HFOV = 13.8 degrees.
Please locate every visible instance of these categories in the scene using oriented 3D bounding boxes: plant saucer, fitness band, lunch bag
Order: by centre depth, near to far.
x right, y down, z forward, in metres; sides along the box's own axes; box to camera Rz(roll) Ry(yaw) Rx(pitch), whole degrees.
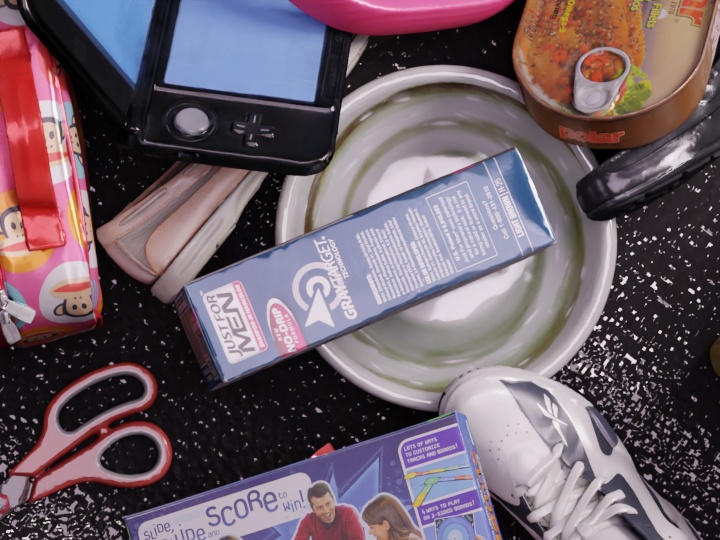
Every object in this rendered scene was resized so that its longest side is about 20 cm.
[{"bbox_3d":[-0.188,-0.059,1.637,0.082,0.176,0.201,-10,86,-8],"label":"lunch bag"},{"bbox_3d":[0.020,-0.206,1.709,0.199,0.037,0.144,-10,70,-37],"label":"fitness band"},{"bbox_3d":[0.048,-0.017,1.727,0.199,0.050,0.201,1,85,-7],"label":"plant saucer"}]

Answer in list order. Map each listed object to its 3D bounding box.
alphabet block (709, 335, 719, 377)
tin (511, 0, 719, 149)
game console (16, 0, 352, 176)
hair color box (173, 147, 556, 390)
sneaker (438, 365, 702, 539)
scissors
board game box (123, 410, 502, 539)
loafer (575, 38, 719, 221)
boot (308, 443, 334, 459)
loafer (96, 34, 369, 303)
[{"bbox_3d":[0.345,0.044,1.685,0.195,0.200,0.196,-44,91,-8],"label":"alphabet block"},{"bbox_3d":[0.156,-0.153,1.712,0.112,0.042,0.201,4,53,21],"label":"tin"},{"bbox_3d":[-0.088,-0.169,1.646,0.175,0.117,0.201,7,52,1],"label":"game console"},{"bbox_3d":[0.000,0.000,1.644,0.199,0.100,0.061,-23,88,-9],"label":"hair color box"},{"bbox_3d":[0.127,0.142,1.660,0.079,0.130,0.199,-38,108,7],"label":"sneaker"},{"bbox_3d":[-0.200,0.121,1.704,0.199,0.014,0.073,-25,91,-8],"label":"scissors"},{"bbox_3d":[-0.019,0.172,1.648,0.199,0.034,0.136,-17,80,10],"label":"board game box"},{"bbox_3d":[0.190,-0.097,1.726,0.200,0.068,0.071,-37,90,-30],"label":"loafer"},{"bbox_3d":[0.027,0.169,1.700,0.199,0.072,0.145,-2,84,-4],"label":"boot"},{"bbox_3d":[-0.073,-0.076,1.705,0.063,0.072,0.200,37,81,-3],"label":"loafer"}]
